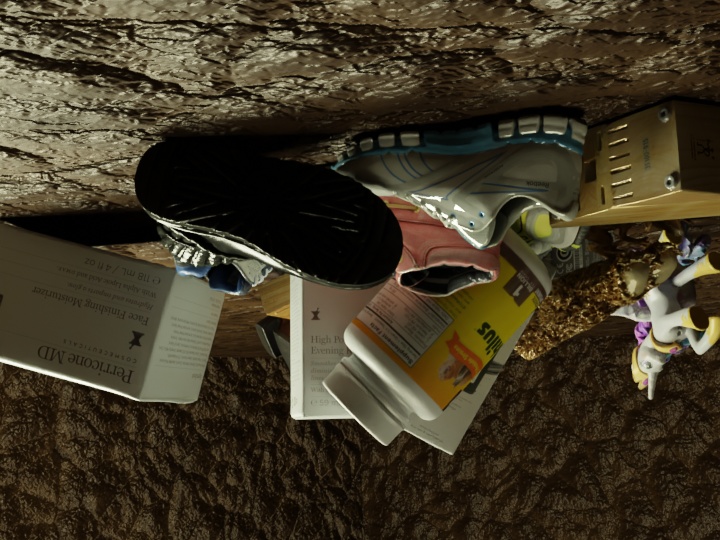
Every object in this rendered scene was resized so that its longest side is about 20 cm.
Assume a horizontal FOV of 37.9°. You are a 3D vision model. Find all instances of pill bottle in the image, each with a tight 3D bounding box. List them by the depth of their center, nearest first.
[{"bbox_3d":[0.062,0.048,0.891,0.200,0.109,0.109,-47,172,-3],"label":"pill bottle"}]

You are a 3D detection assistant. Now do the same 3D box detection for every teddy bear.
[{"bbox_3d":[0.220,0.020,1.024,0.144,0.067,0.200,-26,172,-28],"label":"teddy bear"}]

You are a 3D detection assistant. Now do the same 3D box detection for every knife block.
[{"bbox_3d":[0.258,-0.074,0.774,0.174,0.065,0.199,3,170,-30],"label":"knife block"}]

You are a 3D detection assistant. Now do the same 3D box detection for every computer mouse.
[{"bbox_3d":[0.176,-0.015,1.110,0.197,0.111,0.044,-9,-167,-18],"label":"computer mouse"}]

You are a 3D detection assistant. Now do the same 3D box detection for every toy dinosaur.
[{"bbox_3d":[0.222,-0.049,1.046,0.198,0.061,0.106,-5,159,26],"label":"toy dinosaur"}]

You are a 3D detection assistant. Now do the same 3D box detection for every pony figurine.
[{"bbox_3d":[0.346,0.030,1.222,0.164,0.195,0.201,-4,154,-12],"label":"pony figurine"}]

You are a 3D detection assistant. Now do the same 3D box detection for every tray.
[{"bbox_3d":[0.000,0.000,1.118,0.198,0.037,0.098,-25,164,18],"label":"tray"}]

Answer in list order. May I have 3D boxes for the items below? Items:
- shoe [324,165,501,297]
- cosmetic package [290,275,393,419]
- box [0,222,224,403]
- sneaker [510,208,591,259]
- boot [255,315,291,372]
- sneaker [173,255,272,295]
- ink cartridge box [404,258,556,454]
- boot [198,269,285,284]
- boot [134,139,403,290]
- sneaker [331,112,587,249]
[{"bbox_3d":[0.022,-0.031,0.841,0.198,0.092,0.071,-3,155,25],"label":"shoe"},{"bbox_3d":[-0.013,0.036,0.978,0.100,0.203,0.074,0,172,-13],"label":"cosmetic package"},{"bbox_3d":[-0.268,0.049,1.083,0.196,0.132,0.200,14,174,8],"label":"box"},{"bbox_3d":[0.146,-0.056,0.924,0.076,0.076,0.200,25,169,-5],"label":"sneaker"},{"bbox_3d":[-0.009,0.056,1.245,0.198,0.069,0.188,-27,-167,-15],"label":"boot"},{"bbox_3d":[-0.117,-0.017,0.999,0.076,0.086,0.199,-7,172,30],"label":"sneaker"},{"bbox_3d":[0.103,0.061,1.016,0.067,0.202,0.116,28,-173,-8],"label":"ink cartridge box"},{"bbox_3d":[-0.132,-0.003,1.169,0.198,0.065,0.186,-1,159,-36],"label":"boot"},{"bbox_3d":[-0.069,-0.033,0.816,0.209,0.080,0.158,21,167,4],"label":"boot"},{"bbox_3d":[0.066,-0.058,0.760,0.198,0.088,0.075,-5,174,28],"label":"sneaker"}]
